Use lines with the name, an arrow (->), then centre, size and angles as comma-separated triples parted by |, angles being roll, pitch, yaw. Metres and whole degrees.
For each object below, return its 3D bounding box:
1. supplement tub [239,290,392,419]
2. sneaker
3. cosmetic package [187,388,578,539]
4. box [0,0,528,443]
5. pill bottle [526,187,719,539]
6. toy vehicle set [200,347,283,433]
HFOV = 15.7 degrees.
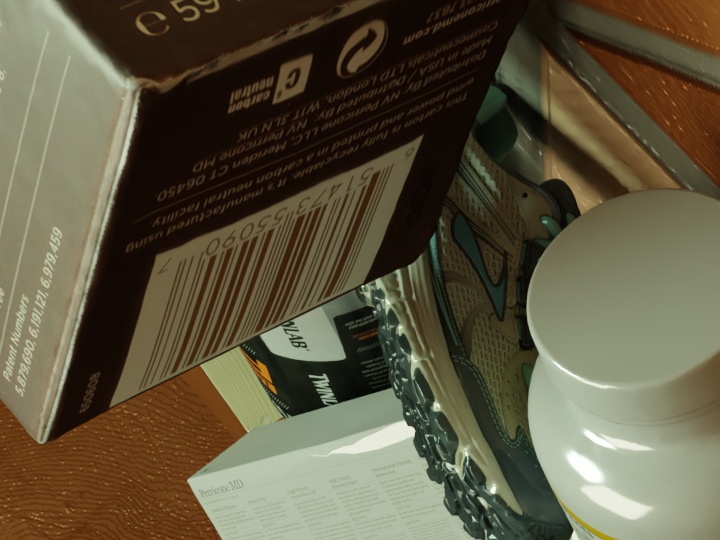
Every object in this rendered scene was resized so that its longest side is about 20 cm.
supplement tub -> 0.000, 0.000, 1.099 | 0.123, 0.122, 0.200 | 45, 169, 32
sneaker -> 0.046, 0.007, 0.912 | 0.078, 0.086, 0.200 | 76, 175, -55
cosmetic package -> 0.022, 0.089, 1.032 | 0.200, 0.051, 0.083 | -19, 106, 49
box -> -0.079, -0.090, 0.817 | 0.200, 0.166, 0.164 | 47, 142, 22
pill bottle -> 0.116, 0.062, 0.836 | 0.104, 0.104, 0.200 | 43, 168, 40
toy vehicle set -> -0.050, -0.012, 1.257 | 0.124, 0.026, 0.200 | 56, -158, -7
